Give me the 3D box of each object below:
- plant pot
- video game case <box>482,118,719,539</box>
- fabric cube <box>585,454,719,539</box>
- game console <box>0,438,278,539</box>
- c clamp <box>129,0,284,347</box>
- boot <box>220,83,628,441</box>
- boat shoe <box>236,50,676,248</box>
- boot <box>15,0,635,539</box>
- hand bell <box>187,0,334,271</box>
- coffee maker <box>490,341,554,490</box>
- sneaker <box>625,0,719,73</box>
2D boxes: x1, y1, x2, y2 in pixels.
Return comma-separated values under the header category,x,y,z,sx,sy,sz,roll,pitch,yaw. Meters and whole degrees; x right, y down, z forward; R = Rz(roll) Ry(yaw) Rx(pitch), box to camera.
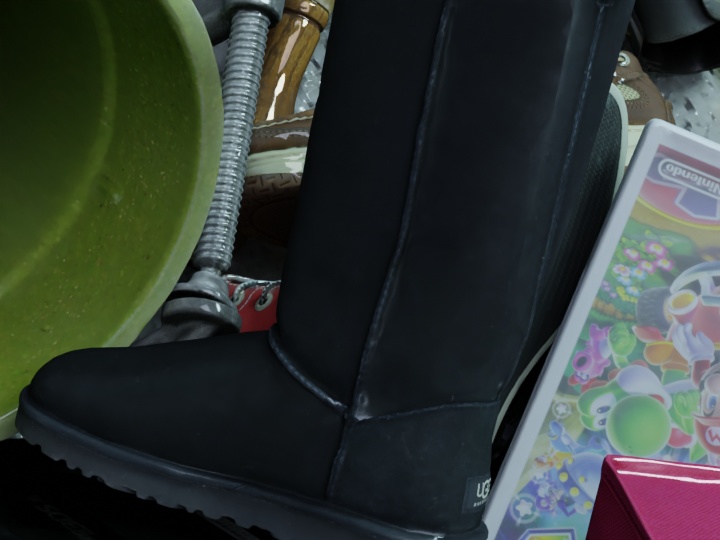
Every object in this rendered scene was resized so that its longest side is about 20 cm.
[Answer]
category,x,y,z,sx,sy,sz,roll,pitch,yaw
plant pot,-0.177,-0.066,0.881,0.199,0.201,0.190,-22,40,-23
video game case,0.123,0.069,0.882,0.143,0.018,0.201,22,97,0
fabric cube,0.161,0.196,0.782,0.195,0.200,0.200,9,21,-13
game console,-0.107,0.137,0.844,0.175,0.200,0.117,1,105,-38
c clamp,-0.064,-0.041,0.934,0.027,0.170,0.201,31,63,-42
boot,0.000,0.000,0.917,0.072,0.144,0.201,22,97,-46
boat shoe,0.031,-0.054,1.003,0.202,0.075,0.075,-2,68,-34
boot,-0.014,-0.022,0.825,0.164,0.066,0.201,16,102,17
hand bell,-0.024,-0.091,1.013,0.104,0.104,0.201,21,76,-6
coffee maker,0.140,0.088,0.960,0.200,0.135,0.192,33,95,1
sneaker,0.104,-0.150,1.016,0.200,0.075,0.107,23,54,-57
